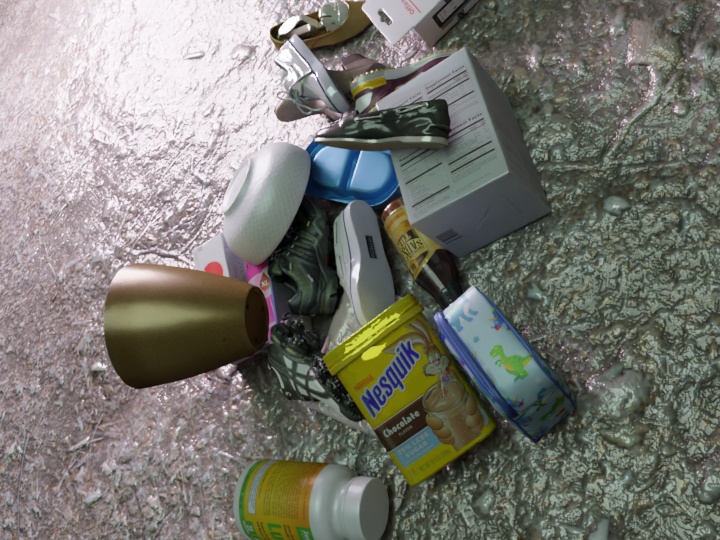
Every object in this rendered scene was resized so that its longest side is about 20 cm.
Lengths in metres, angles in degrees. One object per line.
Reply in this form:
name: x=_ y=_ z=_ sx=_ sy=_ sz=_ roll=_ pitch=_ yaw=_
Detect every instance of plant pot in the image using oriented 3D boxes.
plant pot: x=-0.242 y=0.077 z=1.171 sx=0.197 sy=0.186 sz=0.190 roll=-4 pitch=71 yaw=15

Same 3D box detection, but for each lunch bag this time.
lunch bag: x=0.173 y=0.110 z=0.946 sx=0.082 sy=0.200 sz=0.162 roll=-39 pitch=59 yaw=6

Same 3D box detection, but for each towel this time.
towel: x=0.020 y=0.131 z=1.137 sx=0.189 sy=0.032 sz=0.203 roll=18 pitch=84 yaw=35

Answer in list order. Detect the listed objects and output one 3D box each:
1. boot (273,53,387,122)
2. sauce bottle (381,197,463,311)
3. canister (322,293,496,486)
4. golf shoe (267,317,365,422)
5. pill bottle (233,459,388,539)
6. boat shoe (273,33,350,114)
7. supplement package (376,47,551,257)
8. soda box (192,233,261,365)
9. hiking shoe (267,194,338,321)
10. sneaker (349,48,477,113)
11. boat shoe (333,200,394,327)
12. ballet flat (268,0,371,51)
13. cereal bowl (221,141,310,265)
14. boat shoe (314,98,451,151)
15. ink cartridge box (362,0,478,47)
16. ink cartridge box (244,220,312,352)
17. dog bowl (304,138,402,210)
boot: x=-0.038 y=-0.269 z=1.270 sx=0.199 sy=0.070 sz=0.147 roll=-34 pitch=47 yaw=7
sauce bottle: x=0.096 y=-0.014 z=1.116 sx=0.066 sy=0.066 sz=0.201 roll=-40 pitch=56 yaw=15
canister: x=0.065 y=0.155 z=1.026 sx=0.148 sy=0.086 sz=0.201 roll=-36 pitch=83 yaw=11
golf shoe: x=-0.062 y=0.158 z=1.129 sx=0.200 sy=0.077 sz=0.095 roll=43 pitch=123 yaw=33
pill bottle: x=-0.066 y=0.319 z=1.079 sx=0.197 sy=0.111 sz=0.113 roll=-5 pitch=72 yaw=31
boat shoe: x=-0.089 y=-0.288 z=1.229 sx=0.086 sy=0.075 sz=0.203 roll=-39 pitch=52 yaw=6
supplement package: x=0.139 y=-0.155 z=1.081 sx=0.149 sy=0.151 sz=0.203 roll=-27 pitch=61 yaw=24
soda box: x=-0.217 y=0.046 z=1.294 sx=0.067 sy=0.063 sz=0.203 roll=-27 pitch=61 yaw=21
hiking shoe: x=-0.095 y=-0.025 z=1.208 sx=0.099 sy=0.076 sz=0.203 roll=-7 pitch=66 yaw=-14
sneaker: x=0.087 y=-0.262 z=1.182 sx=0.197 sy=0.075 sz=0.092 roll=-16 pitch=80 yaw=1
boat shoe: x=0.000 y=0.000 z=1.148 sx=0.065 sy=0.073 sz=0.203 roll=-34 pitch=52 yaw=44
ballet flat: x=-0.071 y=-0.418 z=1.354 sx=0.197 sy=0.063 sz=0.070 roll=-14 pitch=68 yaw=27
cereal bowl: x=-0.161 y=-0.116 z=1.246 sx=0.200 sy=0.082 sz=0.202 roll=-49 pitch=26 yaw=35
boat shoe: x=0.029 y=-0.189 z=1.031 sx=0.197 sy=0.067 sz=0.058 roll=5 pitch=89 yaw=32
ink cartridge box: x=0.111 y=-0.440 z=1.244 sx=0.200 sy=0.068 sz=0.117 roll=-42 pitch=57 yaw=14
ink cartridge box: x=-0.135 y=0.021 z=1.269 sx=0.094 sy=0.037 sz=0.203 roll=-23 pitch=62 yaw=25
dog bowl: x=-0.006 y=-0.152 z=1.235 sx=0.198 sy=0.049 sz=0.113 roll=13 pitch=82 yaw=34
